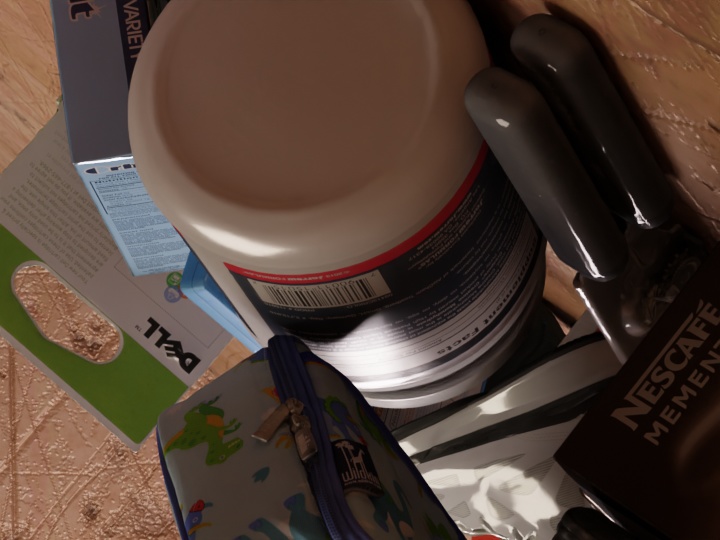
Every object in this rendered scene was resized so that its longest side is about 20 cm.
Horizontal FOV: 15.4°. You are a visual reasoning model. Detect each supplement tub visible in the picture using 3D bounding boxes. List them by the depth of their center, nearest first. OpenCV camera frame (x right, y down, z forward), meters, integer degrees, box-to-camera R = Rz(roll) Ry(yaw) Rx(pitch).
[{"bbox_3d":[-0.002,-0.035,1.066,0.140,0.140,0.200,37,171,24],"label":"supplement tub"}]

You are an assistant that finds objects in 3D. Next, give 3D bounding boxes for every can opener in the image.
[{"bbox_3d":[0.081,-0.031,1.018,0.067,0.053,0.200,34,168,38],"label":"can opener"}]

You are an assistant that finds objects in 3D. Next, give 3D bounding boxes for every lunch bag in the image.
[{"bbox_3d":[0.004,0.130,1.025,0.200,0.082,0.161,55,-174,-29],"label":"lunch bag"}]

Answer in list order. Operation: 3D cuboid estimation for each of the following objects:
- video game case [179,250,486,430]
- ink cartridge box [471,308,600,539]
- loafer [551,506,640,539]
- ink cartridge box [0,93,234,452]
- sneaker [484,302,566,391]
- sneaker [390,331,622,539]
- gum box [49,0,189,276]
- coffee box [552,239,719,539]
[{"bbox_3d":[0.000,0.000,1.236,0.018,0.143,0.200,-8,143,37],"label":"video game case"},{"bbox_3d":[0.106,0.124,1.194,0.162,0.200,0.050,32,168,46],"label":"ink cartridge box"},{"bbox_3d":[0.100,0.146,1.002,0.073,0.072,0.200,37,174,28],"label":"loafer"},{"bbox_3d":[-0.098,-0.028,1.329,0.148,0.200,0.076,41,172,4],"label":"ink cartridge box"},{"bbox_3d":[0.112,0.084,1.390,0.199,0.076,0.114,30,161,28],"label":"sneaker"},{"bbox_3d":[0.068,0.112,1.155,0.076,0.200,0.116,-4,-111,-46],"label":"sneaker"},{"bbox_3d":[-0.104,-0.103,1.176,0.200,0.044,0.170,82,179,-77],"label":"gum box"},{"bbox_3d":[0.182,0.086,0.956,0.200,0.114,0.080,32,171,43],"label":"coffee box"}]
